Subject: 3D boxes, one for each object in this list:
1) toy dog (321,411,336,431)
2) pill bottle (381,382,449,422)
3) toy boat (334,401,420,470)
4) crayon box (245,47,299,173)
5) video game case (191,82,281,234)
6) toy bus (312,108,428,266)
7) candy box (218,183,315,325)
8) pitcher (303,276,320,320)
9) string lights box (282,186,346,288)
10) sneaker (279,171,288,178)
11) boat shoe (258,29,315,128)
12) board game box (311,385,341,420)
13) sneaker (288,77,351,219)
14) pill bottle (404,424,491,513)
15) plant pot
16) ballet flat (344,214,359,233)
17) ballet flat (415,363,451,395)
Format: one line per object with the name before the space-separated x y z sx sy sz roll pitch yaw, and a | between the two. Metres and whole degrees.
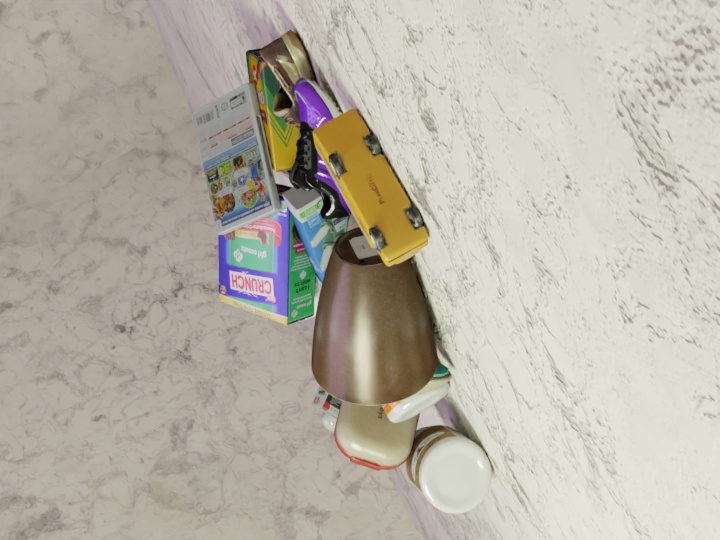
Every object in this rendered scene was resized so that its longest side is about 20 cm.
toy dog | 0.029 0.225 2.041 0.096 0.199 0.133 47 -157 -18
pill bottle | 0.047 0.124 1.756 0.202 0.108 0.110 60 172 16
toy boat | 0.026 0.235 1.835 0.131 0.128 0.203 116 172 -58
crayon box | -0.132 -0.236 1.753 0.127 0.050 0.204 -136 37 -66
video game case | -0.196 -0.172 1.763 0.142 0.018 0.204 -18 82 41
toy bus | 0.012 -0.100 1.403 0.202 0.064 0.078 61 173 16
candy box | -0.151 -0.034 1.812 0.167 0.076 0.204 15 112 39
pitcher | -0.078 -0.031 1.916 0.120 0.170 0.203 -22 88 43
string lights box | -0.037 -0.054 1.738 0.059 0.102 0.202 45 162 49
sneaker | -0.123 -0.214 1.979 0.100 0.075 0.201 44 -172 -45
boat shoe | -0.094 -0.242 1.607 0.072 0.071 0.202 55 169 45
board game box | 0.017 0.214 1.918 0.199 0.128 0.034 36 163 -36
sneaker | -0.060 -0.159 1.547 0.203 0.098 0.070 65 170 -17
pill bottle | 0.130 0.309 1.799 0.116 0.113 0.200 63 172 -6
plant pot | 0.015 0.047 1.567 0.187 0.184 0.203 -127 27 -50
ballet flat | 0.000 0.000 1.667 0.070 0.068 0.202 55 148 42
ballet flat | 0.038 0.156 1.662 0.197 0.070 0.070 12 148 20
